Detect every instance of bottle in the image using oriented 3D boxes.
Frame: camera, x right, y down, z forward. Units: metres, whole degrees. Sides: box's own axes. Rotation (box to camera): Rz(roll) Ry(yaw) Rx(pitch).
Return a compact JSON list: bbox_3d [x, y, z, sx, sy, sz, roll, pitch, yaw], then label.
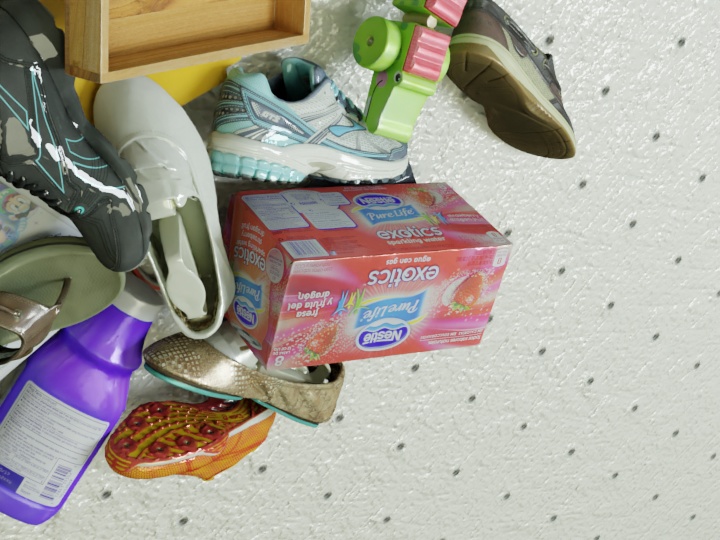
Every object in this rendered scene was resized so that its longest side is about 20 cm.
[{"bbox_3d":[-0.219,0.093,1.122,0.083,0.065,0.201,30,103,-16],"label":"bottle"}]

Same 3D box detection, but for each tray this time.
[{"bbox_3d":[-0.105,-0.185,0.953,0.199,0.037,0.100,-21,122,-50],"label":"tray"}]

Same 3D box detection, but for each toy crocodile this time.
[{"bbox_3d":[0.049,-0.191,1.081,0.067,0.062,0.202,17,91,-41],"label":"toy crocodile"}]

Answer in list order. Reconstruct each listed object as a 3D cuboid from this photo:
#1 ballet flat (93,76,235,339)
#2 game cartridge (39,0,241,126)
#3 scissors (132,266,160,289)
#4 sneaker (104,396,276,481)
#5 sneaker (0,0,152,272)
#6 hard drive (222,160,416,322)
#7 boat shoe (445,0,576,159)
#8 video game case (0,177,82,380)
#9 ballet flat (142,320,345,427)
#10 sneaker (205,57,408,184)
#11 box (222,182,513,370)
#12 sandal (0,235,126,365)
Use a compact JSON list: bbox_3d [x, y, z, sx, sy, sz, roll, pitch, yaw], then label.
[{"bbox_3d":[-0.129,-0.037,1.019,0.069,0.069,0.201,-26,125,-15],"label":"ballet flat"},{"bbox_3d":[-0.183,-0.172,0.972,0.175,0.032,0.201,-30,135,-10],"label":"game cartridge"},{"bbox_3d":[-0.165,-0.063,1.083,0.073,0.014,0.201,-35,136,-7],"label":"scissors"},{"bbox_3d":[-0.129,0.140,1.184,0.199,0.073,0.078,-10,127,-58],"label":"sneaker"},{"bbox_3d":[-0.202,-0.075,0.941,0.079,0.075,0.201,-42,122,-29],"label":"sneaker"},{"bbox_3d":[-0.030,-0.005,1.202,0.199,0.042,0.135,-32,135,-10],"label":"hard drive"},{"bbox_3d":[0.128,-0.149,1.183,0.200,0.073,0.065,40,62,-58],"label":"boat shoe"},{"bbox_3d":[-0.269,0.000,1.026,0.200,0.024,0.182,-39,139,11],"label":"video game case"},{"bbox_3d":[-0.083,0.069,1.152,0.199,0.070,0.066,22,102,-51],"label":"ballet flat"},{"bbox_3d":[-0.028,-0.109,1.090,0.199,0.077,0.087,-7,106,-52],"label":"sneaker"},{"bbox_3d":[0.000,0.000,1.124,0.199,0.103,0.095,-5,125,-34],"label":"box"},{"bbox_3d":[-0.252,0.039,1.014,0.199,0.058,0.080,-21,139,-11],"label":"sandal"}]
